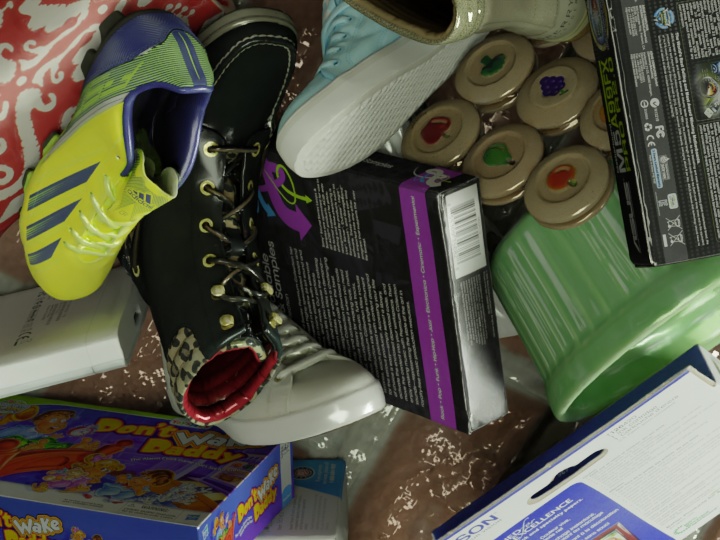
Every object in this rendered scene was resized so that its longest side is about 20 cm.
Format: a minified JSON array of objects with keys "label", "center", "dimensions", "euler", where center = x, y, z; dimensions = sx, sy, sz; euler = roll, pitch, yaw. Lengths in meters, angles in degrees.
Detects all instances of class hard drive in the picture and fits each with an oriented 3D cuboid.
[{"label":"hard drive","center":[-0.227,0.048,1.410],"dimensions":[0.199,0.132,0.027],"euler":[-14,108,7]}]

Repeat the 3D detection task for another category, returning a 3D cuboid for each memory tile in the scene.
[{"label":"memory tile","center":[0.123,-0.116,1.307],"dimensions":[0.200,0.153,0.017],"euler":[-51,134,-13]}]

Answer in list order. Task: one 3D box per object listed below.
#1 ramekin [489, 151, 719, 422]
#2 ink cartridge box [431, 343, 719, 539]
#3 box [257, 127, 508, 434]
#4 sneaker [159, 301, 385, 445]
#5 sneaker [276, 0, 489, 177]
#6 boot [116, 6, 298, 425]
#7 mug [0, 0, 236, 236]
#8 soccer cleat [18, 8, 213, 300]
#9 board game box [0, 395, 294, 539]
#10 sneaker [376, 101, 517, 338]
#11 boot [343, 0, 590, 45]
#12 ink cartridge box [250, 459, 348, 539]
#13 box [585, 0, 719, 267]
[{"label":"ramekin","center":[0.168,-0.010,1.343],"dimensions":[0.200,0.200,0.098],"euler":[-36,76,13]},{"label":"ink cartridge box","center":[0.145,0.124,1.410],"dimensions":[0.197,0.047,0.200],"euler":[-36,146,14]},{"label":"box","center":[0.000,0.000,1.365],"dimensions":[0.036,0.200,0.143],"euler":[-24,116,-35]},{"label":"sneaker","center":[-0.063,0.049,1.384],"dimensions":[0.073,0.200,0.085],"euler":[-23,107,-33]},{"label":"sneaker","center":[0.000,-0.124,1.328],"dimensions":[0.082,0.200,0.074],"euler":[35,136,14]},{"label":"boot","center":[-0.071,-0.029,1.324],"dimensions":[0.073,0.154,0.204],"euler":[4,137,-33]},{"label":"mug","center":[-0.172,-0.120,1.374],"dimensions":[0.200,0.177,0.134],"euler":[-39,67,10]},{"label":"soccer cleat","center":[-0.133,-0.049,1.298],"dimensions":[0.065,0.084,0.200],"euler":[-7,137,-38]},{"label":"board game box","center":[-0.156,0.128,1.405],"dimensions":[0.199,0.134,0.045],"euler":[6,111,20]},{"label":"sneaker","center":[0.018,-0.031,1.406],"dimensions":[0.099,0.078,0.200],"euler":[-25,104,17]},{"label":"boot","center":[0.024,-0.194,1.275],"dimensions":[0.200,0.154,0.072],"euler":[48,122,20]},{"label":"ink cartridge box","center":[-0.109,0.169,1.458],"dimensions":[0.199,0.115,0.068],"euler":[-1,109,3]},{"label":"box","center":[0.202,-0.112,1.219],"dimensions":[0.160,0.044,0.201],"euler":[-11,92,-8]}]
